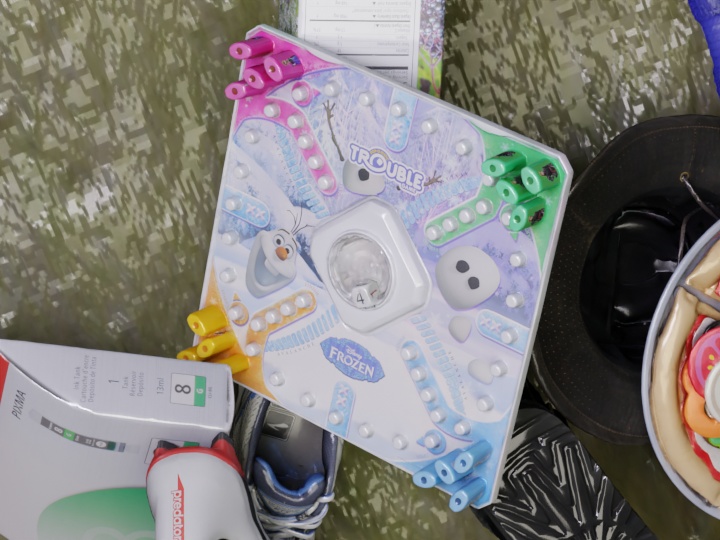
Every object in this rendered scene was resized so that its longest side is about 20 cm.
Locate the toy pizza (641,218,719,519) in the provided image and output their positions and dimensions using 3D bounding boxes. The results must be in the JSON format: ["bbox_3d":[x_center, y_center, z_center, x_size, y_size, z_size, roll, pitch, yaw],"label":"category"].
[{"bbox_3d":[0.246,0.050,1.397,0.200,0.032,0.201,-6,107,-21],"label":"toy pizza"}]

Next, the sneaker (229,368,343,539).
[{"bbox_3d":[-0.051,0.120,1.428,0.077,0.085,0.201,7,108,-10],"label":"sneaker"}]

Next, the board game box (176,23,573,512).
[{"bbox_3d":[0.000,0.000,1.309,0.200,0.026,0.201,26,119,28],"label":"board game box"}]

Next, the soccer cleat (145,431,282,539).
[{"bbox_3d":[-0.065,0.169,1.360,0.068,0.085,0.200,-9,138,13],"label":"soccer cleat"}]

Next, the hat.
[{"bbox_3d":[0.153,-0.002,1.412,0.200,0.081,0.201,-9,108,-31],"label":"hat"}]

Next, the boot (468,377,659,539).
[{"bbox_3d":[0.105,0.137,1.417,0.079,0.158,0.211,-31,106,-7],"label":"boot"}]

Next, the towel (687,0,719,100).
[{"bbox_3d":[0.234,-0.163,1.376,0.147,0.050,0.200,-27,102,-18],"label":"towel"}]

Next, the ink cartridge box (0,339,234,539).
[{"bbox_3d":[-0.180,0.100,1.381,0.199,0.050,0.161,6,143,-12],"label":"ink cartridge box"}]

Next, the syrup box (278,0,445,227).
[{"bbox_3d":[0.000,-0.128,1.355,0.081,0.079,0.201,-1,109,-8],"label":"syrup box"}]
